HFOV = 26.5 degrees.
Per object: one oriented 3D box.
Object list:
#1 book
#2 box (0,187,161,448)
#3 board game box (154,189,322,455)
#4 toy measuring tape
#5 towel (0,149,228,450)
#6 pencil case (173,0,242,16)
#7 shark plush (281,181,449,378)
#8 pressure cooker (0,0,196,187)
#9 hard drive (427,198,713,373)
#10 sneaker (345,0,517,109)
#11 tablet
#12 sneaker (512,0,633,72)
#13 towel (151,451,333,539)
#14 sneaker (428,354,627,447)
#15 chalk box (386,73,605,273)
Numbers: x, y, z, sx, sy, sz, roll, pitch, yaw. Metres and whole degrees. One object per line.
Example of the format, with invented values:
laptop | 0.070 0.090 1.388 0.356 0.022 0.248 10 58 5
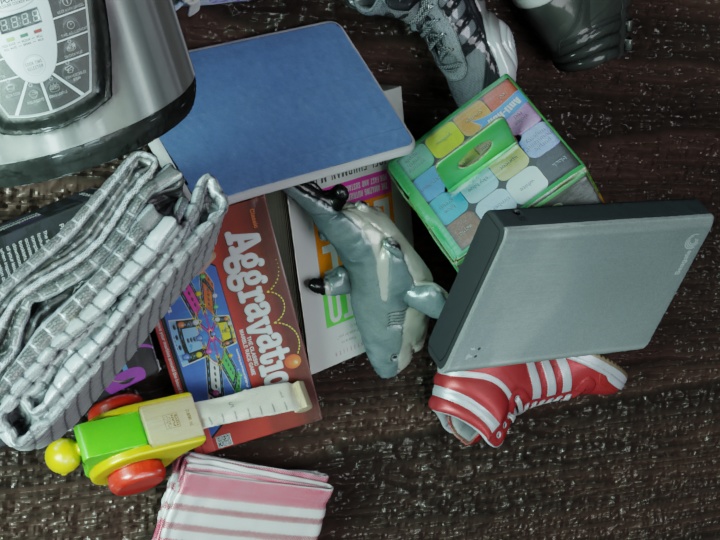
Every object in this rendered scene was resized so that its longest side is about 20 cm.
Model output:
book | -0.016 -0.035 1.200 0.133 0.048 0.201 -20 111 -39
box | -0.243 0.044 1.047 0.200 0.036 0.143 -25 115 -30
board game box | -0.098 0.041 1.122 0.103 0.019 0.201 -17 121 -6
toy measuring tape | -0.135 0.119 1.117 0.199 0.074 0.074 -11 107 -28
towel | -0.174 0.017 0.960 0.086 0.166 0.200 38 78 -2
pencil case | -0.079 -0.226 1.073 0.200 0.091 0.083 -15 134 -36
shark plush | 0.000 0.000 1.147 0.083 0.091 0.200 -38 135 2
pressure cooker | -0.208 -0.169 0.940 0.176 0.178 0.201 -41 124 -47
hard drive | 0.160 0.010 1.160 0.199 0.033 0.140 -5 133 -31
sneaker | 0.051 -0.196 1.195 0.114 0.075 0.201 -21 107 -31
tablet | -0.067 -0.116 1.109 0.200 0.014 0.130 -18 67 -34
sneaker | 0.220 -0.245 1.316 0.200 0.071 0.099 -37 122 -18
towel | -0.112 0.242 1.191 0.146 0.030 0.201 15 99 -37
sneaker | 0.142 0.108 1.330 0.200 0.071 0.113 19 84 -31
chalk box | 0.112 -0.054 1.187 0.124 0.124 0.200 -35 140 3
